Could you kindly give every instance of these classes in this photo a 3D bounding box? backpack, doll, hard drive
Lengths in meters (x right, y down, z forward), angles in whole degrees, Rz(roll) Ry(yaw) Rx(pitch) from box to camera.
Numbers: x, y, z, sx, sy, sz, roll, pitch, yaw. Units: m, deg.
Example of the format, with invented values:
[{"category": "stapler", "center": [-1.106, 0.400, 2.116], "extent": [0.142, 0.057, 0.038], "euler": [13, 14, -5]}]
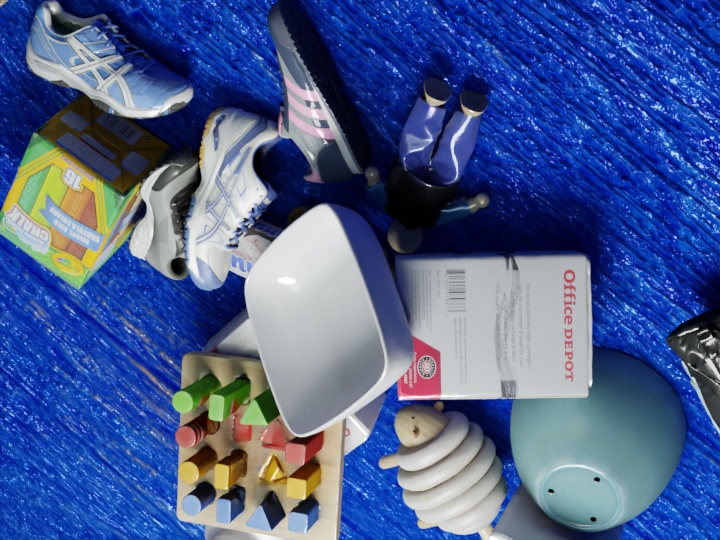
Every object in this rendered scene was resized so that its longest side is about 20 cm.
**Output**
[{"category": "backpack", "center": [0.425, 0.120, 1.209], "extent": [0.162, 0.153, 0.202], "euler": [-25, 87, 29]}, {"category": "doll", "center": [0.073, -0.096, 1.253], "extent": [0.135, 0.049, 0.201], "euler": [17, 127, -6]}, {"category": "hard drive", "center": [0.222, 0.296, 1.338], "extent": [0.131, 0.200, 0.027], "euler": [23, 104, 13]}]

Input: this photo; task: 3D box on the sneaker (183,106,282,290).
[{"category": "sneaker", "center": [-0.135, -0.072, 1.299], "extent": [0.087, 0.075, 0.203], "euler": [12, 100, 11]}]

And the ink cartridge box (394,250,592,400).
[{"category": "ink cartridge box", "center": [0.135, 0.054, 1.241], "extent": [0.197, 0.083, 0.147], "euler": [-1, 93, 2]}]

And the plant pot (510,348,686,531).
[{"category": "plant pot", "center": [0.253, 0.207, 1.320], "extent": [0.198, 0.135, 0.202], "euler": [9, 123, 15]}]

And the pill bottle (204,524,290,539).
[{"category": "pill bottle", "center": [-0.127, 0.309, 1.488], "extent": [0.111, 0.200, 0.113], "euler": [10, 123, 15]}]

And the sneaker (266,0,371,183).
[{"category": "sneaker", "center": [-0.063, -0.178, 1.243], "extent": [0.081, 0.070, 0.202], "euler": [-16, 112, 24]}]

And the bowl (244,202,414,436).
[{"category": "bowl", "center": [-0.026, 0.049, 1.223], "extent": [0.199, 0.074, 0.202], "euler": [-39, 65, 45]}]

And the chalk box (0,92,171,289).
[{"category": "chalk box", "center": [-0.325, -0.077, 1.373], "extent": [0.124, 0.124, 0.201], "euler": [33, 126, -1]}]

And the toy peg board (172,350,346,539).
[{"category": "toy peg board", "center": [-0.125, 0.208, 1.343], "extent": [0.197, 0.098, 0.202], "euler": [6, 98, 15]}]

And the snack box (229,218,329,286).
[{"category": "snack box", "center": [-0.108, -0.018, 1.352], "extent": [0.198, 0.024, 0.073], "euler": [24, 129, 29]}]

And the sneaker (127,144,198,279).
[{"category": "sneaker", "center": [-0.204, -0.065, 1.345], "extent": [0.079, 0.074, 0.201], "euler": [41, 145, 13]}]

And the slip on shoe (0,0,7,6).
[{"category": "slip on shoe", "center": [-0.395, -0.324, 1.277], "extent": [0.199, 0.061, 0.076], "euler": [-31, 108, 25]}]

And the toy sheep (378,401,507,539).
[{"category": "toy sheep", "center": [0.105, 0.241, 1.404], "extent": [0.137, 0.138, 0.201], "euler": [-29, 103, 32]}]

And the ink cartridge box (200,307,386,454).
[{"category": "ink cartridge box", "center": [-0.090, 0.140, 1.441], "extent": [0.200, 0.083, 0.146], "euler": [45, 124, -9]}]

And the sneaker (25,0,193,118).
[{"category": "sneaker", "center": [-0.273, -0.226, 1.290], "extent": [0.198, 0.076, 0.078], "euler": [20, 130, 6]}]

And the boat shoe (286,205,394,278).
[{"category": "boat shoe", "center": [0.000, 0.000, 1.335], "extent": [0.200, 0.065, 0.072], "euler": [45, 136, 9]}]
